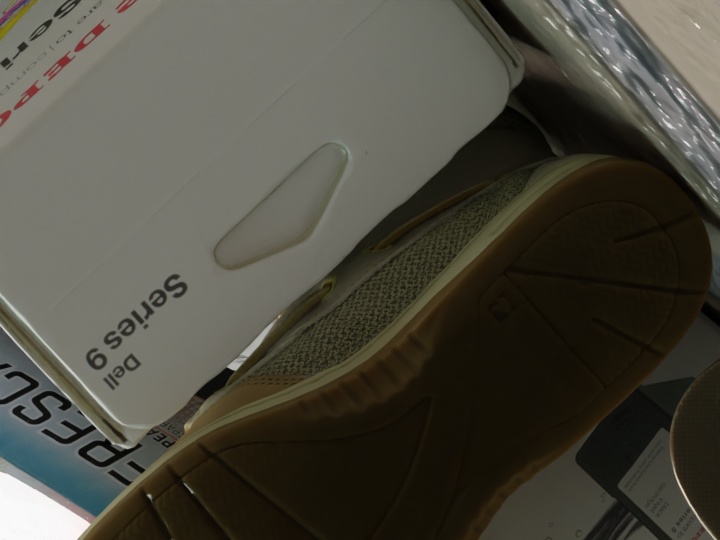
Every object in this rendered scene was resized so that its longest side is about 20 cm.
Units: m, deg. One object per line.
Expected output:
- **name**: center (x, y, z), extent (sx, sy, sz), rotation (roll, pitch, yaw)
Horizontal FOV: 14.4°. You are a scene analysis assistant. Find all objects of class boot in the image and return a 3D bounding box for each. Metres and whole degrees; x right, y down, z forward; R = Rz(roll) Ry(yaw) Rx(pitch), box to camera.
- **boot**: center (-0.010, 0.032, 0.770), extent (0.072, 0.200, 0.155), rotation (51, 177, -18)

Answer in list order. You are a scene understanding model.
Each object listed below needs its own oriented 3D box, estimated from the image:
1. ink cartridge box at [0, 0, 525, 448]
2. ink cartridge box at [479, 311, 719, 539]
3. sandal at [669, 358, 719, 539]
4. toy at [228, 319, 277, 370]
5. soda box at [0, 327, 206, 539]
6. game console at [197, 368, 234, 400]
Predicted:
- **ink cartridge box**: center (-0.057, -0.052, 0.794), extent (0.088, 0.145, 0.200), rotation (48, 178, -22)
- **ink cartridge box**: center (0.086, 0.098, 0.845), extent (0.084, 0.145, 0.200), rotation (48, 176, -41)
- **sandal**: center (0.164, 0.102, 0.723), extent (0.212, 0.078, 0.070), rotation (51, -161, 10)
- **toy**: center (0.000, 0.000, 0.988), extent (0.199, 0.048, 0.115), rotation (-11, 156, 40)
- **soda box**: center (-0.084, 0.067, 0.842), extent (0.199, 0.068, 0.064), rotation (28, 127, 31)
- **game console**: center (-0.006, 0.071, 1.349), extent (0.176, 0.116, 0.201), rotation (45, -148, -42)
